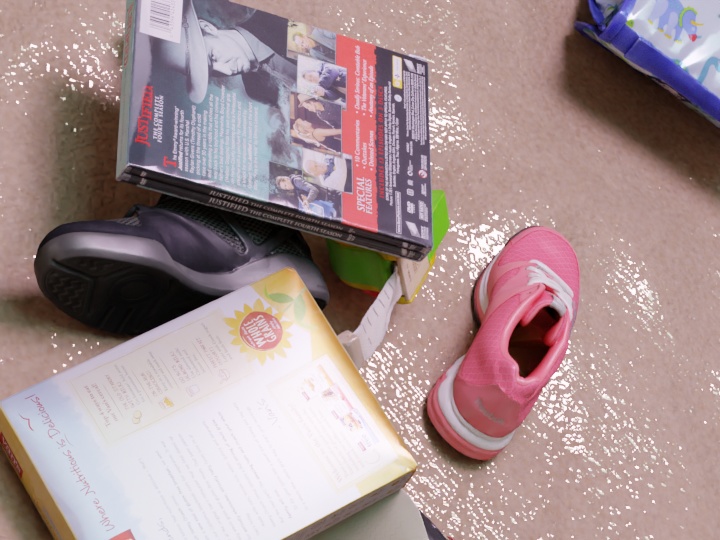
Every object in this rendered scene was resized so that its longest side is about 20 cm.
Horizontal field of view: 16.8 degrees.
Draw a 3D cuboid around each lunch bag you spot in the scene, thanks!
[{"bbox_3d":[0.257,-0.183,1.807,0.170,0.128,0.200,33,35,-12],"label":"lunch bag"}]

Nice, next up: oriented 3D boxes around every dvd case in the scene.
[{"bbox_3d":[-0.049,-0.092,1.471,0.199,0.022,0.147,15,54,-23],"label":"dvd case"}]

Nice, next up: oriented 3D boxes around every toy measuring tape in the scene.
[{"bbox_3d":[0.000,0.000,1.515,0.073,0.074,0.200,39,37,-5],"label":"toy measuring tape"}]

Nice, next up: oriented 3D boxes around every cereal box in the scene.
[{"bbox_3d":[-0.087,0.099,1.367,0.199,0.040,0.144,-25,73,-25],"label":"cereal box"}]

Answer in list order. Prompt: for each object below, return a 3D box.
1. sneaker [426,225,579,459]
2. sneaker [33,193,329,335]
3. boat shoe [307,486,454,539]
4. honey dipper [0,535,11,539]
[{"bbox_3d":[0.113,0.035,1.566,0.074,0.087,0.201,36,44,-10],"label":"sneaker"},{"bbox_3d":[-0.116,-0.024,1.453,0.198,0.076,0.115,2,55,-38],"label":"sneaker"},{"bbox_3d":[0.030,0.183,1.416,0.201,0.063,0.074,42,85,14],"label":"boat shoe"},{"bbox_3d":[-0.140,0.222,1.279,0.038,0.038,0.200,-27,74,-45],"label":"honey dipper"}]
